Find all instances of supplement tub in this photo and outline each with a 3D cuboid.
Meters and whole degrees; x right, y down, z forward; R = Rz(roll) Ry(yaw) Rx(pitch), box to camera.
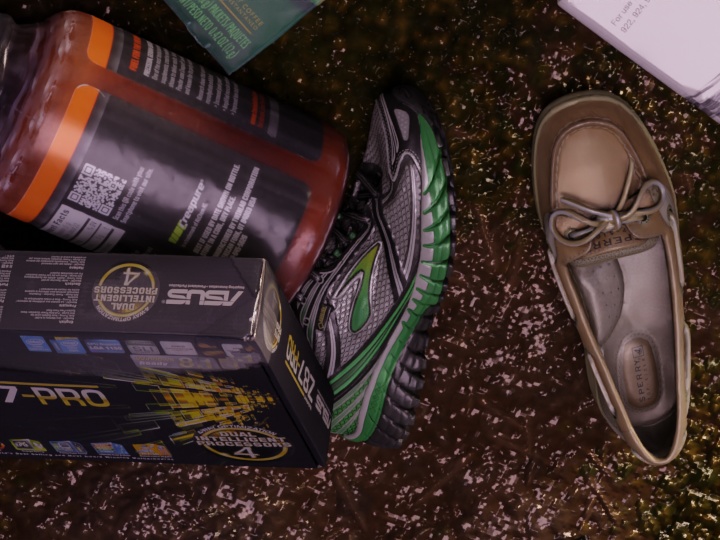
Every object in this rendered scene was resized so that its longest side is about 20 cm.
[{"bbox_3d":[-0.112,-0.059,1.186,0.199,0.107,0.107,24,110,-16],"label":"supplement tub"}]

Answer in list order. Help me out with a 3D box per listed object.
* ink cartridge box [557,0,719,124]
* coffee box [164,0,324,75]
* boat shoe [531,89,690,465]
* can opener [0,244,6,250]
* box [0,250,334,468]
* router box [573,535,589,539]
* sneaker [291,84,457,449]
[{"bbox_3d":[0.190,-0.119,1.152,0.200,0.146,0.084,35,108,-11],"label":"ink cartridge box"},{"bbox_3d":[-0.026,-0.202,1.161,0.200,0.044,0.123,-37,113,11],"label":"coffee box"},{"bbox_3d":[0.136,0.004,1.264,0.073,0.063,0.201,-11,116,-1],"label":"boat shoe"},{"bbox_3d":[-0.238,-0.022,1.178,0.066,0.053,0.200,-45,139,5],"label":"can opener"},{"bbox_3d":[-0.125,0.044,1.192,0.199,0.049,0.161,2,152,12],"label":"box"},{"bbox_3d":[0.100,0.269,1.390,0.157,0.052,0.200,-24,115,6],"label":"router box"},{"bbox_3d":[0.000,0.000,1.240,0.085,0.078,0.201,9,114,-9],"label":"sneaker"}]
